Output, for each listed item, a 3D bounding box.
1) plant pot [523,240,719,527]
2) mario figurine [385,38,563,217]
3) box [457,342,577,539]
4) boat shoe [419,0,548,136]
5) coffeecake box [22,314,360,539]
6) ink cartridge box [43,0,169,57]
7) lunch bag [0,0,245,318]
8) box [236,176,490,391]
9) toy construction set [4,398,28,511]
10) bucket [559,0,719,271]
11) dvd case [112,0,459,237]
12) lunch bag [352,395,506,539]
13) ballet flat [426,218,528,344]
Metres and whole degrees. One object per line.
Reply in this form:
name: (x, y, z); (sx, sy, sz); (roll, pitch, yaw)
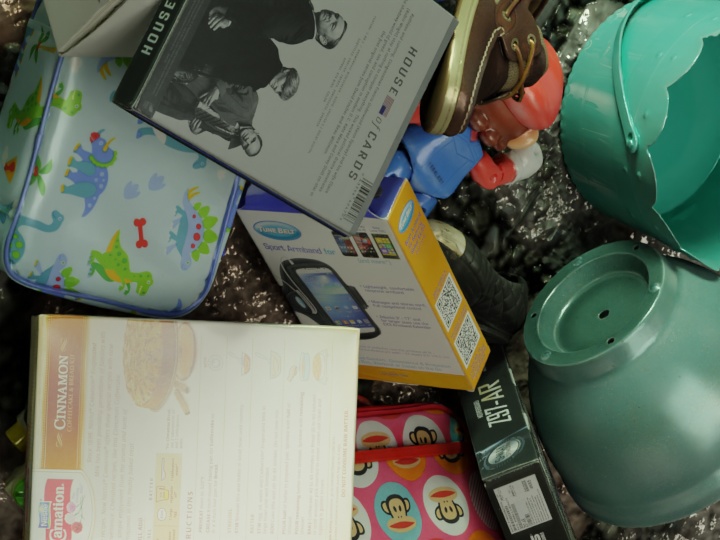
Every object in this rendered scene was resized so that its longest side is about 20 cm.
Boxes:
plant pot: (0.200, 0.065, 1.378); (0.200, 0.200, 0.134); (-46, 120, -11)
mario figurine: (0.056, -0.094, 1.326); (0.200, 0.106, 0.124); (-41, 159, -2)
box: (0.127, 0.177, 1.389); (0.043, 0.161, 0.201); (-20, 119, 4)
boat shoe: (0.090, -0.146, 1.227); (0.071, 0.201, 0.073); (22, 126, 0)
coffeecake box: (-0.106, 0.108, 1.170); (0.198, 0.073, 0.155); (3, 87, -13)
ink cartridge box: (-0.097, -0.206, 1.115); (0.199, 0.083, 0.148); (-5, 73, -43)
lunch bag: (-0.146, -0.076, 1.186); (0.159, 0.082, 0.202); (13, 97, -33)
box: (0.000, 0.000, 1.256); (0.042, 0.118, 0.201); (-62, 142, -34)
toy construction set: (-0.153, 0.114, 1.237); (0.200, 0.092, 0.131); (-43, 98, -22)
bucket: (0.255, -0.107, 1.392); (0.205, 0.134, 0.210); (-11, 111, -29)
dvd case: (-0.036, -0.121, 1.086); (0.199, 0.025, 0.151); (29, 87, -48)
lunch bag: (0.006, 0.164, 1.320); (0.199, 0.082, 0.178); (-1, 66, -46)
ballet flat: (0.070, 0.000, 1.330); (0.200, 0.066, 0.057); (44, 56, -64)
